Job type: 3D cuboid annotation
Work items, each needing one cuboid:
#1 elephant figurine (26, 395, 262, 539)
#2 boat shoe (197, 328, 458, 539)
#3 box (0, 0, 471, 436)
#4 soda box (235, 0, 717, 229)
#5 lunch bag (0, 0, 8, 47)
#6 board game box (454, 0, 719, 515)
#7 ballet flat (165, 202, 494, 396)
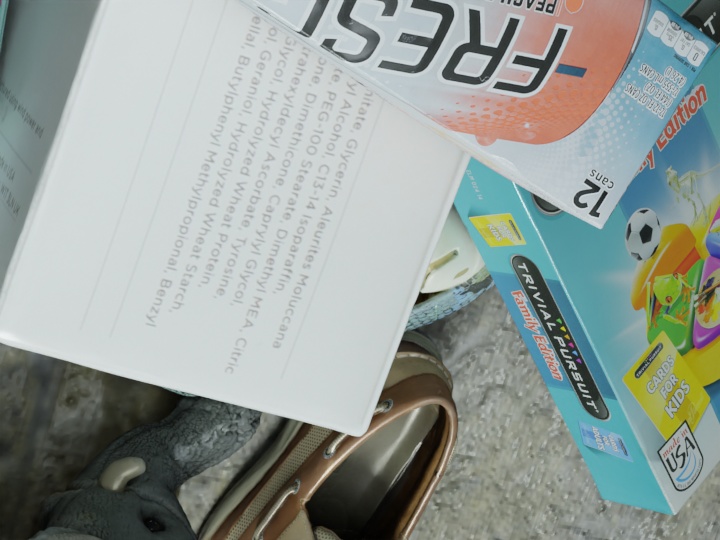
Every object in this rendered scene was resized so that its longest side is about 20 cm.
[{"bbox_3d":[-0.122,0.140,0.794,0.199,0.142,0.156,-4,105,-16],"label":"elephant figurine"},{"bbox_3d":[-0.020,0.119,0.866,0.076,0.072,0.200,19,104,-27],"label":"boat shoe"},{"bbox_3d":[-0.051,-0.080,0.666,0.130,0.199,0.200,16,100,-23],"label":"box"},{"bbox_3d":[-0.003,-0.090,0.531,0.200,0.068,0.064,30,93,-26],"label":"soda box"},{"bbox_3d":[-0.182,-0.109,0.619,0.160,0.077,0.201,11,90,6],"label":"lunch bag"},{"bbox_3d":[0.127,-0.019,0.859,0.151,0.047,0.200,-45,122,-28],"label":"board game box"},{"bbox_3d":[0.000,0.000,0.828,0.200,0.074,0.074,-27,117,-12],"label":"ballet flat"}]
